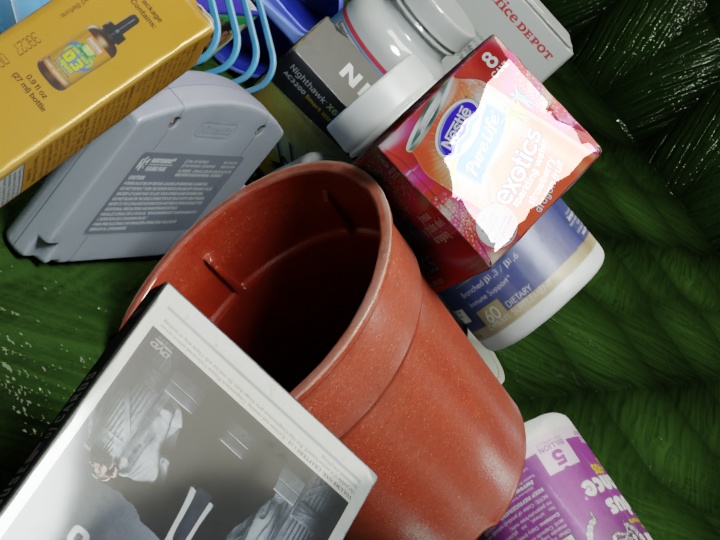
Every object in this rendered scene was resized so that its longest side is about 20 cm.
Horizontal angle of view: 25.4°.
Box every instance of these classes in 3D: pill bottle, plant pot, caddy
[{"bbox_3d":[0.070,-0.051,1.133,0.200,0.111,0.111,49,19,-3],"label":"pill bottle"},{"bbox_3d":[-0.011,0.074,0.945,0.195,0.200,0.201,46,18,-35],"label":"plant pot"},{"bbox_3d":[0.000,-0.168,1.386,0.109,0.200,0.109,43,19,-19],"label":"pill bottle"},{"bbox_3d":[0.158,0.213,1.163,0.201,0.112,0.112,57,20,19],"label":"pill bottle"},{"bbox_3d":[-0.102,-0.268,1.442,0.200,0.141,0.105,47,14,-6],"label":"caddy"}]

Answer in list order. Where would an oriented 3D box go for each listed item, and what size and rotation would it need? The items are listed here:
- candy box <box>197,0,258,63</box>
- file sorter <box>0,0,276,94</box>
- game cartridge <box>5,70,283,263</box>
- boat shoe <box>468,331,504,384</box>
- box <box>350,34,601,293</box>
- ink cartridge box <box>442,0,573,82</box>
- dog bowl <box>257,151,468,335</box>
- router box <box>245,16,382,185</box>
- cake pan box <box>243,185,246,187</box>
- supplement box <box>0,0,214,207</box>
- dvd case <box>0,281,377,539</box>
[{"bbox_3d":[-0.191,-0.255,1.311,0.169,0.077,0.200,52,20,5],"label":"candy box"},{"bbox_3d":[-0.144,-0.176,1.033,0.200,0.122,0.140,5,71,-79],"label":"file sorter"},{"bbox_3d":[-0.127,-0.065,1.009,0.041,0.133,0.200,48,17,13],"label":"game cartridge"},{"bbox_3d":[0.067,0.063,1.312,0.075,0.062,0.200,22,21,-24],"label":"boat shoe"},{"bbox_3d":[0.051,-0.053,0.970,0.096,0.100,0.200,46,-14,-3],"label":"box"},{"bbox_3d":[0.119,-0.241,1.793,0.145,0.200,0.084,45,20,-15],"label":"ink cartridge box"},{"bbox_3d":[0.000,0.000,1.140,0.200,0.059,0.200,45,19,-20],"label":"dog bowl"},{"bbox_3d":[-0.012,-0.079,1.259,0.200,0.157,0.052,47,51,-7],"label":"router box"},{"bbox_3d":[-0.038,0.043,1.136,0.200,0.052,0.185,39,23,-28],"label":"cake pan box"},{"bbox_3d":[-0.175,-0.091,0.859,0.067,0.200,0.069,50,-19,4],"label":"supplement box"},{"bbox_3d":[-0.091,0.126,0.739,0.150,0.025,0.200,44,53,-16],"label":"dvd case"}]
